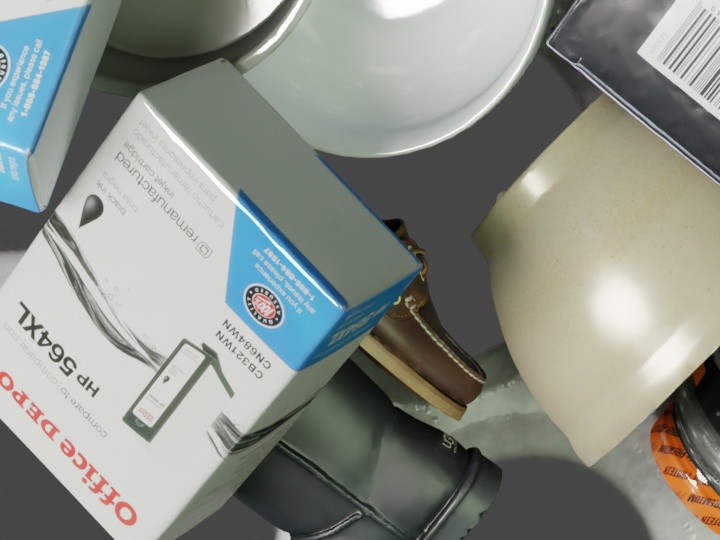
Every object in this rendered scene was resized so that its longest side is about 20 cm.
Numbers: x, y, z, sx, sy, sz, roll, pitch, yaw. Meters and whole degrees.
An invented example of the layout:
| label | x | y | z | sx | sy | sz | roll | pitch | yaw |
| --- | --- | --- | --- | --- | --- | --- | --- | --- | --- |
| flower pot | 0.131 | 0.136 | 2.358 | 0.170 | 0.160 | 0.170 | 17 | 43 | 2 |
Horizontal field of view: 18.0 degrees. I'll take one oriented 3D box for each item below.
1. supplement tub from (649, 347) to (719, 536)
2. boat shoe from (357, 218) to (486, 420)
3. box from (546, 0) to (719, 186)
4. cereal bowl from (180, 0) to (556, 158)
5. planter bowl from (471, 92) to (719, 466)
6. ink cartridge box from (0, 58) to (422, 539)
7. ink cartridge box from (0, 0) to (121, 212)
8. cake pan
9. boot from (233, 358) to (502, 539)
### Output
| label | x | y | z | sx | sy | sz | roll | pitch | yaw |
| --- | --- | --- | --- | --- | --- | --- | --- | --- | --- |
| supplement tub | 0.260 | 0.056 | 1.253 | 0.122 | 0.123 | 0.200 | 30 | 118 | -21 |
| boat shoe | 0.000 | 0.000 | 1.213 | 0.200 | 0.070 | 0.070 | 40 | 91 | -21 |
| box | 0.207 | -0.138 | 1.148 | 0.148 | 0.200 | 0.105 | 40 | 125 | 6 |
| cereal bowl | 0.010 | -0.163 | 1.152 | 0.198 | 0.083 | 0.202 | 4 | 106 | 15 |
| planter bowl | 0.144 | -0.014 | 1.206 | 0.135 | 0.200 | 0.200 | 44 | 87 | 5 |
| ink cartridge box | -0.089 | 0.022 | 1.111 | 0.146 | 0.084 | 0.200 | 45 | 122 | 9 |
| ink cartridge box | -0.218 | -0.132 | 1.049 | 0.198 | 0.086 | 0.148 | 17 | 74 | 1 |
| cake pan | -0.104 | -0.186 | 1.111 | 0.198 | 0.037 | 0.202 | 4 | 106 | 14 |
| boot | -0.043 | 0.129 | 1.232 | 0.168 | 0.077 | 0.201 | 36 | 109 | -7 |
